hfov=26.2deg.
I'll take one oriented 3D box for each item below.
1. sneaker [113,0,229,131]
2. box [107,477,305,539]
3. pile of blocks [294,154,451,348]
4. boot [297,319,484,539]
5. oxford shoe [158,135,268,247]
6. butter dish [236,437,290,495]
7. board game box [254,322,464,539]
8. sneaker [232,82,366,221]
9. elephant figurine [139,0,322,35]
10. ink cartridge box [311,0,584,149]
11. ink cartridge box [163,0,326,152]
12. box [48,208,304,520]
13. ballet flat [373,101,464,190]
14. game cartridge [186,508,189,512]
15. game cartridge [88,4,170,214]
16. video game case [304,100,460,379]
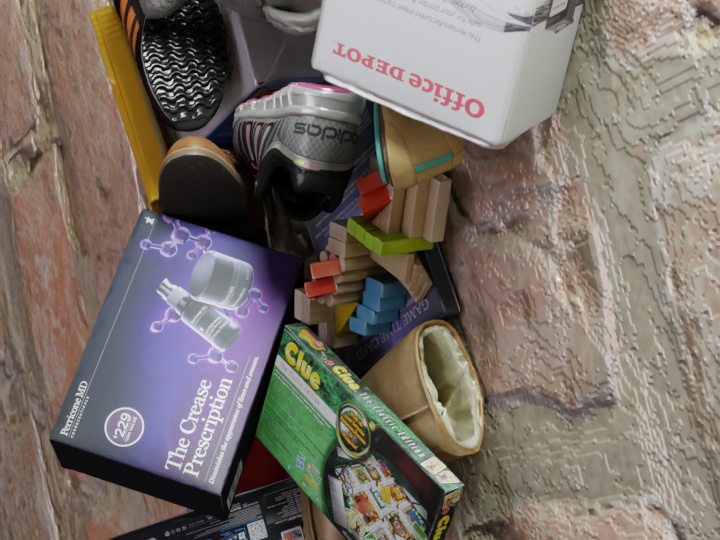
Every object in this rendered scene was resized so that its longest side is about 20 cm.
[{"bbox_3d":[-0.153,-0.194,1.217,0.090,0.069,0.202,128,128,-67],"label":"sneaker"},{"bbox_3d":[-0.094,0.266,1.254,0.046,0.198,0.161,34,-143,-74],"label":"box"},{"bbox_3d":[0.000,0.000,1.117,0.082,0.062,0.201,59,142,31],"label":"pile of blocks"},{"bbox_3d":[0.024,0.152,1.145,0.200,0.066,0.177,-35,73,51],"label":"boot"},{"bbox_3d":[-0.120,-0.072,1.246,0.200,0.070,0.072,69,-162,-72],"label":"oxford shoe"},{"bbox_3d":[-0.145,0.118,1.325,0.200,0.147,0.201,42,130,46],"label":"butter dish"},{"bbox_3d":[-0.006,0.136,1.119,0.200,0.023,0.106,44,130,38],"label":"board game box"},{"bbox_3d":[-0.052,-0.079,1.134,0.200,0.073,0.089,168,111,-69],"label":"sneaker"},{"bbox_3d":[-0.050,-0.231,1.091,0.156,0.140,0.201,52,136,33],"label":"elephant figurine"},{"bbox_3d":[0.063,-0.197,0.942,0.144,0.083,0.202,25,121,23],"label":"ink cartridge box"},{"bbox_3d":[-0.113,-0.175,1.274,0.200,0.076,0.138,-32,69,54],"label":"ink cartridge box"},{"bbox_3d":[-0.139,0.072,1.205,0.079,0.140,0.202,91,-164,-66],"label":"box"},{"bbox_3d":[0.034,-0.129,1.063,0.069,0.062,0.201,72,-174,-45],"label":"ballet flat"},{"bbox_3d":[-0.104,0.293,1.407,0.199,0.038,0.131,19,116,55],"label":"game cartridge"},{"bbox_3d":[-0.186,-0.114,1.365,0.177,0.032,0.202,77,171,-67],"label":"game cartridge"},{"bbox_3d":[0.004,-0.034,1.177,0.143,0.019,0.202,-40,64,54],"label":"video game case"}]
